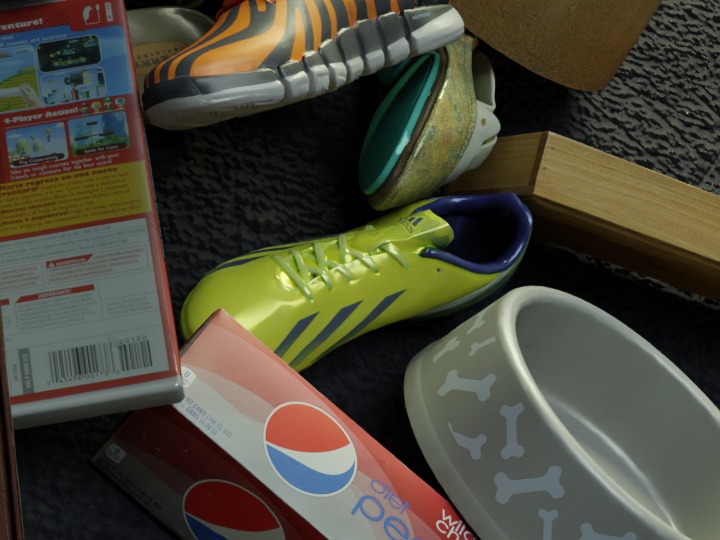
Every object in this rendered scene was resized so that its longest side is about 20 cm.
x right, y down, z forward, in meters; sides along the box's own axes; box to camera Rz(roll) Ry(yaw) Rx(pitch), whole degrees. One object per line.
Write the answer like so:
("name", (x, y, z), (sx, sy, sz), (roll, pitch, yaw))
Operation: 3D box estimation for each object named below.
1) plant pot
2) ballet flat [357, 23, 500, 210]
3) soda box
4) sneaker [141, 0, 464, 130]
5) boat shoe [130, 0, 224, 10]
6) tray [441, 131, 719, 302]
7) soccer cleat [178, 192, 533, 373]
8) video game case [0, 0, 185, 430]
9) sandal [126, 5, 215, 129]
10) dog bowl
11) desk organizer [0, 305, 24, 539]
("plant pot", (0.122, -0.231, 1.187), (0.186, 0.200, 0.186), (32, 26, -17))
("ballet flat", (0.039, -0.085, 1.132), (0.071, 0.071, 0.200), (28, 29, -16))
("soda box", (-0.014, 0.113, 0.974), (0.200, 0.070, 0.063), (41, 44, -4))
("sneaker", (-0.038, -0.135, 1.028), (0.200, 0.077, 0.112), (-27, 103, -49))
("boat shoe", (-0.097, -0.163, 1.120), (0.200, 0.074, 0.066), (35, 69, -19))
("tray", (0.152, -0.021, 1.168), (0.200, 0.099, 0.037), (20, 81, -24))
("soccer cleat", (0.000, -0.001, 1.055), (0.200, 0.084, 0.065), (-15, 69, -42))
("video game case", (-0.159, -0.025, 0.953), (0.143, 0.017, 0.200), (-9, 64, -4))
("sandal", (-0.137, -0.091, 1.041), (0.200, 0.054, 0.080), (-20, 72, -36))
("dog bowl", (0.115, 0.089, 1.043), (0.200, 0.059, 0.200), (34, 25, -18))
("desk organizer", (-0.182, 0.045, 0.850), (0.077, 0.072, 0.200), (-4, 87, -32))
